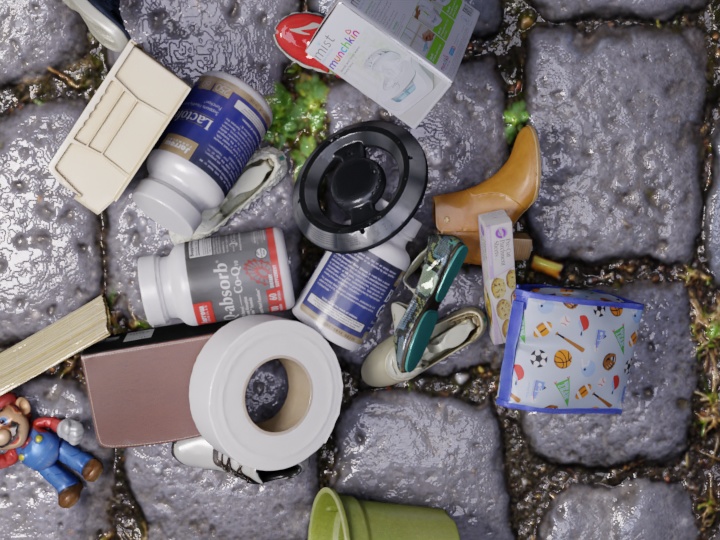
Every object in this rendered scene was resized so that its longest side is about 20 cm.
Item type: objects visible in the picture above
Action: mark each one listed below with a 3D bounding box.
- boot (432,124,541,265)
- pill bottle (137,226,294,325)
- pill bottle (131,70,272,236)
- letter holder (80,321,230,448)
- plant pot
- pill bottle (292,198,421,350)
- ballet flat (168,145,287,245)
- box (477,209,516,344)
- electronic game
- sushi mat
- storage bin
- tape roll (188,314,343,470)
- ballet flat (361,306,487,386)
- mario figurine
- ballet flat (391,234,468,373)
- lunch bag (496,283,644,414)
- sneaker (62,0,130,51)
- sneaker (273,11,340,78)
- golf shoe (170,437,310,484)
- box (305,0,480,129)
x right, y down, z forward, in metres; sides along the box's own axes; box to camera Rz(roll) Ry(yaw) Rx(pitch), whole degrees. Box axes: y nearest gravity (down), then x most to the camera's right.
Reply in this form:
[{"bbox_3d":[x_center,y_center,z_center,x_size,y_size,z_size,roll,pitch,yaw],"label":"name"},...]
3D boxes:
[{"bbox_3d":[0.174,-0.106,1.536,0.143,0.071,0.203,2,102,-7],"label":"boot"},{"bbox_3d":[-0.195,0.012,1.490,0.198,0.116,0.117,-10,99,-4],"label":"pill bottle"},{"bbox_3d":[-0.209,-0.152,1.435,0.115,0.116,0.201,32,71,-9],"label":"pill bottle"},{"bbox_3d":[-0.269,0.156,1.512,0.198,0.101,0.143,-10,101,-4],"label":"letter holder"},{"bbox_3d":[0.038,0.406,1.547,0.183,0.200,0.202,1,98,-18],"label":"plant pot"},{"bbox_3d":[0.000,0.000,1.511,0.111,0.111,0.201,30,94,-9],"label":"pill bottle"},{"bbox_3d":[-0.187,-0.104,1.501,0.200,0.072,0.072,-38,100,0],"label":"ballet flat"},{"bbox_3d":[0.195,0.012,1.533,0.041,0.039,0.201,-11,122,-5],"label":"box"},{"bbox_3d":[-0.002,-0.115,1.476,0.200,0.200,0.042,-42,144,1],"label":"electronic game"},{"bbox_3d":[-0.431,0.106,1.493,0.199,0.096,0.012,-30,124,-1],"label":"sushi mat"},{"bbox_3d":[-0.308,-0.186,1.408,0.093,0.200,0.199,34,93,-14],"label":"storage bin"},{"bbox_3d":[-0.124,0.162,1.458,0.201,0.071,0.204,-3,95,-32],"label":"tape roll"},{"bbox_3d":[0.092,0.111,1.559,0.199,0.069,0.070,-29,100,-1],"label":"ballet flat"},{"bbox_3d":[-0.456,0.247,1.498,0.200,0.106,0.124,40,58,-17],"label":"mario figurine"},{"bbox_3d":[0.082,0.041,1.511,0.074,0.074,0.201,26,87,-9],"label":"ballet flat"},{"bbox_3d":[0.278,0.108,1.529,0.199,0.124,0.171,3,99,-35],"label":"lunch bag"},{"bbox_3d":[-0.333,-0.359,1.404,0.084,0.075,0.200,-37,58,-9],"label":"sneaker"},{"bbox_3d":[-0.021,-0.295,1.481,0.199,0.085,0.077,23,94,-9],"label":"sneaker"},{"bbox_3d":[-0.169,0.256,1.539,0.198,0.095,0.078,2,100,-5],"label":"golf shoe"},{"bbox_3d":[0.047,-0.313,1.421,0.176,0.201,0.097,33,131,-10],"label":"box"}]
